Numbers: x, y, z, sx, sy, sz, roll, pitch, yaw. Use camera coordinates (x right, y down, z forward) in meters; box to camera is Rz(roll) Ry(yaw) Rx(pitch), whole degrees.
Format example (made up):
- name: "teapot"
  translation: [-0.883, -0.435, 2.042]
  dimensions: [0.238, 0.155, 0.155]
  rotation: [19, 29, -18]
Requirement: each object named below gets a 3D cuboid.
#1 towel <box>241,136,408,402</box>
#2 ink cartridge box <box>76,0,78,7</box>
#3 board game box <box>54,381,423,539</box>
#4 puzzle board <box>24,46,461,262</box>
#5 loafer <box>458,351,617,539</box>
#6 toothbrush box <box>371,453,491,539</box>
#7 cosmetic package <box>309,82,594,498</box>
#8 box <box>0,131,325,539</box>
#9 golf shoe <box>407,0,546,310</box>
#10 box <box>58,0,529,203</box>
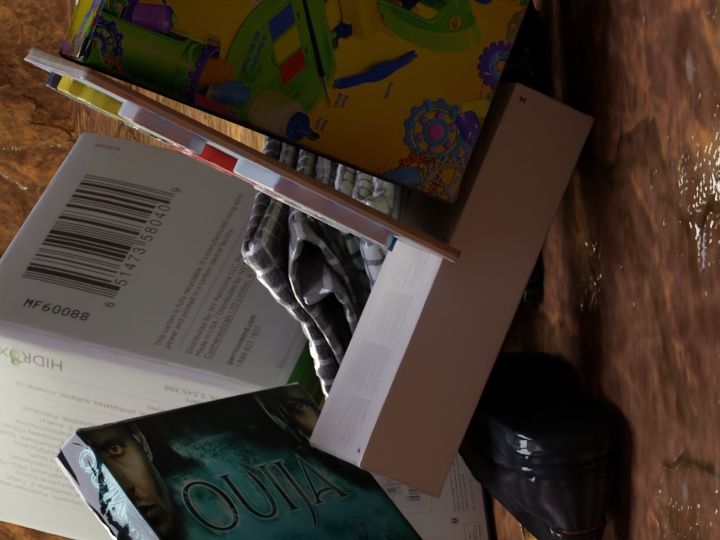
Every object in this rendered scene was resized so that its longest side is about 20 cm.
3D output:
- name: "towel"
  translation: [0.000, 0.000, 1.653]
  dimensions: [0.200, 0.086, 0.166]
  rotation: [-84, -21, -62]
- name: "ink cartridge box"
  translation: [-0.062, -0.207, 1.698]
  dimensions: [0.045, 0.200, 0.176]
  rotation: [-118, 27, -65]
- name: "board game box"
  translation: [-0.052, 0.125, 1.502]
  dimensions: [0.028, 0.200, 0.135]
  rotation: [-47, 72, 26]
- name: "puzzle board"
  translation: [-0.061, -0.053, 1.427]
  dimensions: [0.017, 0.200, 0.151]
  rotation: [-64, 17, 1]
- name: "loafer"
  translation: [0.077, 0.088, 1.496]
  dimensions: [0.200, 0.073, 0.072]
  rotation: [-126, 30, -74]
- name: "toothbrush box"
  translation: [0.021, 0.188, 1.786]
  dimensions: [0.200, 0.085, 0.147]
  rotation: [108, 158, -66]
- name: "cosmetic package"
  translation: [0.045, 0.007, 1.461]
  dimensions: [0.200, 0.051, 0.083]
  rotation: [-67, 17, -2]
- name: "box"
  translation: [-0.117, 0.054, 1.839]
  dimensions: [0.199, 0.200, 0.171]
  rotation: [-64, -16, -48]
- name: "golf shoe"
  translation: [0.051, -0.076, 1.566]
  dimensions: [0.094, 0.078, 0.200]
  rotation: [-118, 28, -67]
- name: "box"
  translation: [-0.018, -0.160, 1.425]
  dimensions: [0.122, 0.193, 0.200]
  rotation: [-155, 86, -79]
